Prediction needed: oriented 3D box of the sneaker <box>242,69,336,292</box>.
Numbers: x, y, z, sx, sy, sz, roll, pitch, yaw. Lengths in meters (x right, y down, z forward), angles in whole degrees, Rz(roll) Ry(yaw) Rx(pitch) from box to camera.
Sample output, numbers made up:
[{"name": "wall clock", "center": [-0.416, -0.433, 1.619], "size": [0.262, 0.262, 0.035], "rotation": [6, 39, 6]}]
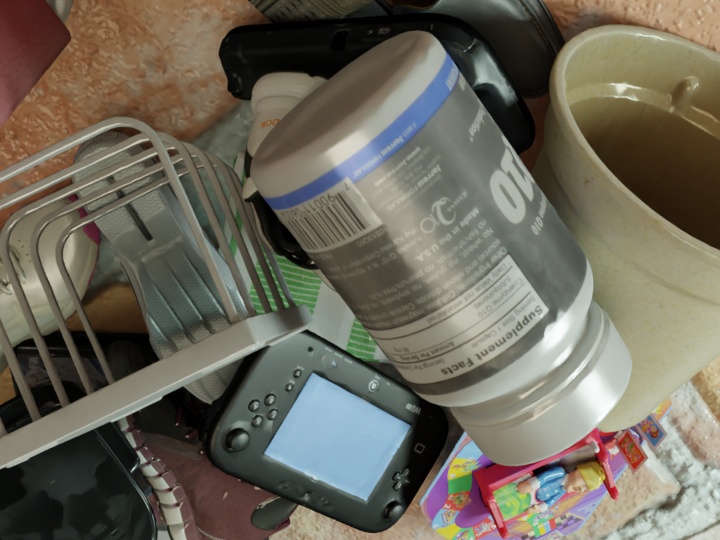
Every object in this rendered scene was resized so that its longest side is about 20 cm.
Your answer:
[{"name": "sneaker", "center": [-0.030, -0.028, 0.699], "size": [0.073, 0.081, 0.201], "rotation": [4, 153, 18]}]

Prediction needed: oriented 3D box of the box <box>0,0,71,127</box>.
[{"name": "box", "center": [-0.238, -0.084, 0.550], "size": [0.127, 0.201, 0.109], "rotation": [-29, 115, 21]}]

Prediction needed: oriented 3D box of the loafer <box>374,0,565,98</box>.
[{"name": "loafer", "center": [0.041, -0.162, 0.678], "size": [0.199, 0.073, 0.073], "rotation": [35, 117, -16]}]

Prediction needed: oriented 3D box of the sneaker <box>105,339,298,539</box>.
[{"name": "sneaker", "center": [-0.100, 0.119, 0.841], "size": [0.114, 0.076, 0.202], "rotation": [-16, 125, 3]}]

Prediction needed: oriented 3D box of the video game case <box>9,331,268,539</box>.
[{"name": "video game case", "center": [-0.165, 0.137, 0.903], "size": [0.178, 0.026, 0.203], "rotation": [1, 121, 4]}]

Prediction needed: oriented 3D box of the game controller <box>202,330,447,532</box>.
[{"name": "game controller", "center": [-0.018, 0.111, 0.807], "size": [0.199, 0.042, 0.105], "rotation": [33, 97, -42]}]

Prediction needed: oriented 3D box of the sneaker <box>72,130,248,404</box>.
[{"name": "sneaker", "center": [-0.121, -0.006, 0.783], "size": [0.072, 0.071, 0.202], "rotation": [-22, 110, 4]}]

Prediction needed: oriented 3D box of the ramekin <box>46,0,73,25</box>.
[{"name": "ramekin", "center": [-0.245, -0.199, 0.660], "size": [0.197, 0.106, 0.203], "rotation": [2, 121, 4]}]

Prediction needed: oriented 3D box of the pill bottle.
[{"name": "pill bottle", "center": [0.045, -0.006, 0.590], "size": [0.113, 0.114, 0.201], "rotation": [-30, 110, 21]}]

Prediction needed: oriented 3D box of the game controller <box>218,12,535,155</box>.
[{"name": "game controller", "center": [0.005, -0.102, 0.679], "size": [0.198, 0.043, 0.104], "rotation": [8, 157, 42]}]

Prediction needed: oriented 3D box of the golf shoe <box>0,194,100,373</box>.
[{"name": "golf shoe", "center": [-0.254, 0.022, 0.795], "size": [0.200, 0.091, 0.076], "rotation": [-43, 73, 24]}]

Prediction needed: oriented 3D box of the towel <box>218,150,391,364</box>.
[{"name": "towel", "center": [0.000, 0.000, 0.808], "size": [0.197, 0.023, 0.154], "rotation": [13, 121, -3]}]

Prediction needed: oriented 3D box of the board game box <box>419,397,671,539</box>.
[{"name": "board game box", "center": [0.138, 0.147, 0.843], "size": [0.156, 0.039, 0.201], "rotation": [12, 122, -28]}]

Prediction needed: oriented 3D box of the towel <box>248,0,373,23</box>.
[{"name": "towel", "center": [-0.062, -0.205, 0.612], "size": [0.192, 0.200, 0.035], "rotation": [42, 77, -17]}]

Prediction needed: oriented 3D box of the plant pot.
[{"name": "plant pot", "center": [0.164, -0.009, 0.706], "size": [0.198, 0.202, 0.185], "rotation": [21, 131, -8]}]

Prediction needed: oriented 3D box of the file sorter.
[{"name": "file sorter", "center": [-0.122, 0.007, 0.635], "size": [0.137, 0.200, 0.126], "rotation": [-25, 88, 5]}]

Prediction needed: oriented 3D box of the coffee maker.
[{"name": "coffee maker", "center": [-0.238, 0.157, 0.787], "size": [0.191, 0.136, 0.200], "rotation": [32, 148, -8]}]
